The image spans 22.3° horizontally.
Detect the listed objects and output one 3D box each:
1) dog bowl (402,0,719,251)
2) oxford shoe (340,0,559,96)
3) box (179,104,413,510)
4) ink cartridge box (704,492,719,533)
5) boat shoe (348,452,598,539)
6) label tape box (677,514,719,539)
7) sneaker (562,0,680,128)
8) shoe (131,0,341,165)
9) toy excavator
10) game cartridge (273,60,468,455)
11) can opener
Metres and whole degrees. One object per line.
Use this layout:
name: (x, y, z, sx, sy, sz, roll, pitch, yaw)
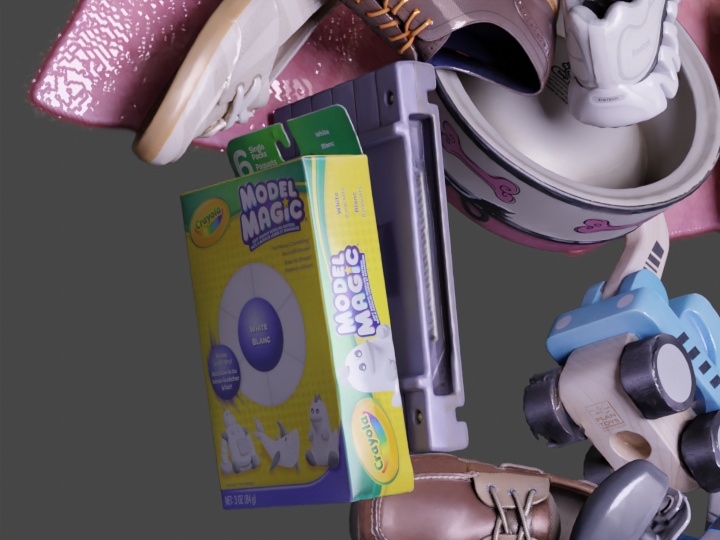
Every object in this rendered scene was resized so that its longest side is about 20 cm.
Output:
dog bowl: (0.110, -0.099, 1.076, 0.199, 0.074, 0.201, 14, 52, -18)
oxford shoe: (0.024, -0.154, 0.965, 0.199, 0.071, 0.073, 19, 53, -23)
box: (-0.037, 0.021, 0.952, 0.048, 0.117, 0.201, -3, 84, -39)
ink cartridge box: (0.300, 0.180, 1.167, 0.086, 0.146, 0.201, 29, 65, -42)
boat shoe: (0.083, 0.142, 1.054, 0.199, 0.072, 0.076, 7, 78, -37)
label tape box: (0.224, 0.196, 1.068, 0.144, 0.200, 0.063, -39, 126, -36)
sneaker: (0.148, -0.176, 1.037, 0.081, 0.075, 0.200, 62, 27, -44)
shoe: (-0.055, -0.124, 0.988, 0.053, 0.070, 0.200, 36, 58, -4)
toy excavator: (0.175, 0.024, 1.147, 0.195, 0.100, 0.200, 50, 42, -20)
game cartridge: (0.000, 0.000, 0.976, 0.038, 0.129, 0.201, 0, 82, -39)
can opener: (0.108, 0.192, 1.025, 0.067, 0.053, 0.200, 40, 92, -17)
